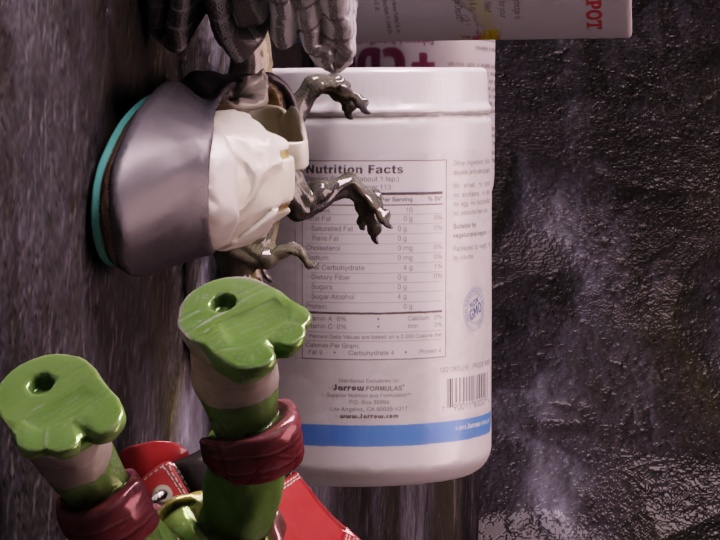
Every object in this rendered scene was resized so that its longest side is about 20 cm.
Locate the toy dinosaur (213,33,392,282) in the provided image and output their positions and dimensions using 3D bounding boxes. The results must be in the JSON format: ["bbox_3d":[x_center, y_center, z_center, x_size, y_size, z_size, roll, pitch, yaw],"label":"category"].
[{"bbox_3d":[-0.035,-0.051,1.190,0.047,0.088,0.200,9,-80,60],"label":"toy dinosaur"}]

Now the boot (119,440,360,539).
[{"bbox_3d":[-0.070,0.148,0.998,0.144,0.072,0.200,50,49,-7],"label":"boot"}]

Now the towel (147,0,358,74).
[{"bbox_3d":[-0.049,-0.201,1.070,0.200,0.086,0.166,82,9,-46],"label":"towel"}]

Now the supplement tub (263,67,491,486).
[{"bbox_3d":[0.000,0.000,1.299,0.132,0.132,0.200,-31,120,-83],"label":"supplement tub"}]

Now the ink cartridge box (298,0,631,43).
[{"bbox_3d":[0.048,-0.219,1.418,0.147,0.200,0.146,79,13,-64],"label":"ink cartridge box"}]

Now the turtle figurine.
[{"bbox_3d":[-0.039,0.117,0.858,0.200,0.144,0.194,-78,159,-51],"label":"turtle figurine"}]

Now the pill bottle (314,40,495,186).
[{"bbox_3d":[0.027,-0.096,1.641,0.113,0.113,0.200,-13,103,-84],"label":"pill bottle"}]

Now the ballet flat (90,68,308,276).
[{"bbox_3d":[-0.056,-0.045,1.056,0.200,0.073,0.073,-66,155,-75],"label":"ballet flat"}]
